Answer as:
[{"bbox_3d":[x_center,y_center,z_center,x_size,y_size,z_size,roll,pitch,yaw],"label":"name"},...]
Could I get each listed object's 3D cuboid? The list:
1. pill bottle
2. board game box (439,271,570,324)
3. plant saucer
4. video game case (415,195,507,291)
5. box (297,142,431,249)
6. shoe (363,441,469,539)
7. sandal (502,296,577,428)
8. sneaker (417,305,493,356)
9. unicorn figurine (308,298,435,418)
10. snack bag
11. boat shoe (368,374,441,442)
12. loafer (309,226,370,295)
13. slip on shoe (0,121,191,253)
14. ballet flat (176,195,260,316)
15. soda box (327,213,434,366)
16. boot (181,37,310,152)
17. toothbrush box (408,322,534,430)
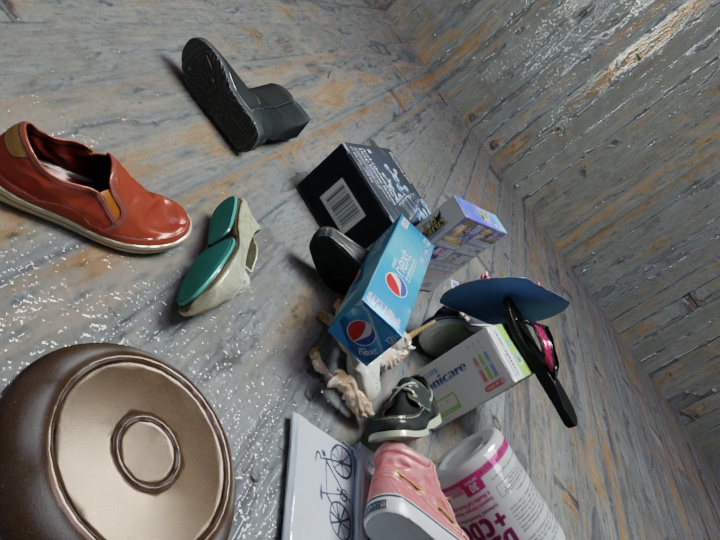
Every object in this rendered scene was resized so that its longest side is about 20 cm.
[{"bbox_3d":[0.176,0.309,0.741,0.203,0.112,0.113,57,24,5],"label":"pill bottle"},{"bbox_3d":[0.221,0.032,0.938,0.197,0.156,0.040,22,61,-36],"label":"board game box"},{"bbox_3d":[-0.160,0.136,0.439,0.200,0.032,0.203,43,27,-28],"label":"plant saucer"},{"bbox_3d":[0.137,-0.038,1.032,0.198,0.180,0.046,8,48,-58],"label":"video game case"},{"bbox_3d":[0.015,-0.109,0.989,0.150,0.106,0.199,57,23,7],"label":"box"},{"bbox_3d":[0.081,0.264,0.625,0.200,0.071,0.092,45,27,-19],"label":"shoe"},{"bbox_3d":[0.268,0.124,0.879,0.075,0.045,0.203,-4,64,-62],"label":"sandal"},{"bbox_3d":[0.148,0.092,1.016,0.197,0.079,0.080,13,35,-49],"label":"sneaker"},{"bbox_3d":[0.006,0.102,0.760,0.137,0.073,0.202,45,41,-20],"label":"unicorn figurine"},{"bbox_3d":[-0.004,0.249,0.595,0.199,0.021,0.191,42,28,-28],"label":"snack bag"},{"bbox_3d":[0.049,0.162,0.715,0.199,0.070,0.070,14,67,-73],"label":"boat shoe"},{"bbox_3d":[0.000,0.000,0.849,0.200,0.071,0.074,48,41,-38],"label":"loafer"},{"bbox_3d":[-0.227,-0.069,0.543,0.198,0.061,0.075,25,35,-51],"label":"slip on shoe"},{"bbox_3d":[-0.134,-0.010,0.636,0.063,0.066,0.202,52,23,-28],"label":"ballet flat"},{"bbox_3d":[0.031,0.017,0.740,0.064,0.068,0.201,41,35,-9],"label":"soda box"},{"bbox_3d":[-0.162,-0.265,0.906,0.167,0.065,0.200,60,26,-9],"label":"boot"},{"bbox_3d":[0.180,0.150,0.915,0.198,0.144,0.088,4,53,-61],"label":"toothbrush box"}]
